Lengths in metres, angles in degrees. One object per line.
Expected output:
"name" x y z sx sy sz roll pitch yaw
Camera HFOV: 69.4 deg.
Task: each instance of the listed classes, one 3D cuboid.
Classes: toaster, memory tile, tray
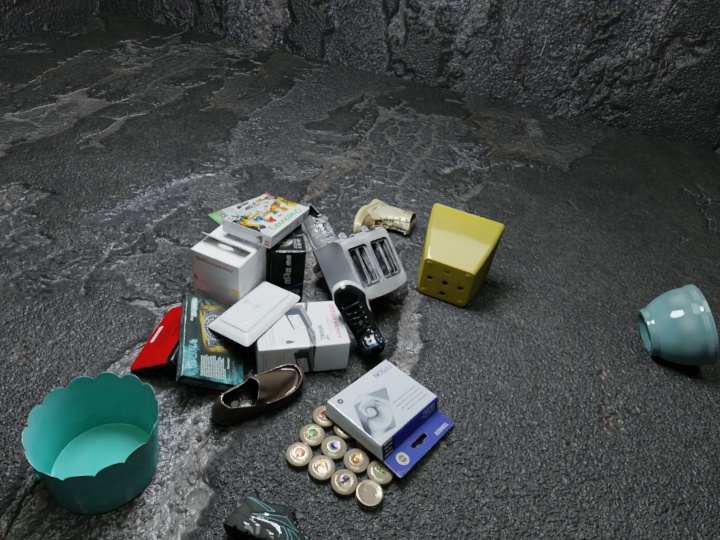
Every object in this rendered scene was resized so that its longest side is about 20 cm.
"toaster" 0.000 0.000 1.300 0.180 0.118 0.201 -20 86 -44
"memory tile" -0.029 0.347 0.986 0.199 0.017 0.153 24 40 16
"tray" -0.227 0.084 1.138 0.107 0.022 0.200 21 36 19

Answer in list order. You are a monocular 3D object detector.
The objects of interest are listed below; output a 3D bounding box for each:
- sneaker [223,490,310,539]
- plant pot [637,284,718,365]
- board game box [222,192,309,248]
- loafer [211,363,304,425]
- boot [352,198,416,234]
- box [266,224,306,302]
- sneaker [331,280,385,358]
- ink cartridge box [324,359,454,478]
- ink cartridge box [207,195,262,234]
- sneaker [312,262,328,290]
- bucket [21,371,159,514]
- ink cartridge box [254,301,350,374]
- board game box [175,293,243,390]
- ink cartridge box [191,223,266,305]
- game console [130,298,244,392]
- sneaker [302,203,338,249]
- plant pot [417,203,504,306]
"sneaker" -0.117 0.419 0.826 0.199 0.076 0.079 22 37 15
"plant pot" 0.785 0.146 1.312 0.133 0.201 0.201 -12 34 16
"board game box" -0.221 -0.123 1.244 0.125 0.035 0.200 20 31 11
"loafer" -0.194 0.241 1.028 0.199 0.071 0.073 -24 67 -31
"boot" 0.076 -0.148 1.601 0.154 0.073 0.200 20 33 18
"box" -0.196 -0.042 1.328 0.085 0.165 0.201 -1 39 -14
"sneaker" 0.007 0.116 1.147 0.073 0.201 0.112 -29 43 -1
"ink cartridge box" 0.064 0.286 1.048 0.199 0.041 0.199 32 37 28
"ink cartridge box" -0.307 -0.123 1.471 0.144 0.085 0.199 34 43 28
"sneaker" -0.051 -0.019 1.407 0.074 0.080 0.200 -9 24 42
"bucket" -0.437 0.288 0.870 0.205 0.136 0.208 7 37 -5
"ink cartridge box" -0.135 0.148 1.161 0.198 0.085 0.145 -3 38 -16
"board game box" -0.312 0.149 1.089 0.135 0.028 0.201 20 42 -33
"ink cartridge box" -0.303 -0.001 1.219 0.128 0.201 0.125 20 38 13
"game console" -0.364 0.170 1.136 0.171 0.119 0.201 -15 32 20
"sneaker" -0.119 -0.120 1.511 0.074 0.083 0.200 -18 46 -32
"plant pot" 0.250 -0.025 1.401 0.198 0.201 0.177 19 50 12
